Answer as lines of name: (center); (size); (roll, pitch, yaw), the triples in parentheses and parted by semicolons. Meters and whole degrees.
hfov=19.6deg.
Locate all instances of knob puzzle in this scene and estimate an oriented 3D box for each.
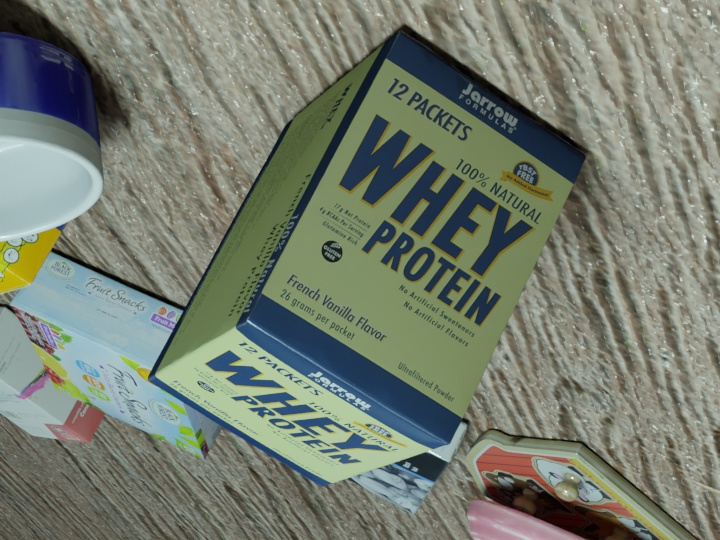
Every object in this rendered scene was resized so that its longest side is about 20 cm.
knob puzzle: (0.164, 0.196, 1.720); (0.219, 0.031, 0.220); (25, 160, 10)

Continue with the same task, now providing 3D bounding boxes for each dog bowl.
dog bowl: (-0.277, -0.087, 1.422); (0.199, 0.079, 0.200); (-7, 161, -2)

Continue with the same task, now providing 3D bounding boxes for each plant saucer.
plant saucer: (0.177, 0.253, 1.752); (0.200, 0.051, 0.201); (24, 173, 3)

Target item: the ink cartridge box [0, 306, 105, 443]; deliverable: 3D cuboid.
ink cartridge box: (-0.357, 0.092, 2.095); (0.116, 0.068, 0.200); (2, 148, 50)

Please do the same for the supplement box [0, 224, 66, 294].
supplement box: (-0.321, -0.082, 1.579); (0.200, 0.109, 0.109); (36, 158, -21)

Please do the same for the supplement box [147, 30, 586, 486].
supplement box: (0.000, 0.000, 1.227); (0.134, 0.201, 0.200); (32, 158, -12)

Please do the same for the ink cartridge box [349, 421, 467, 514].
ink cartridge box: (-0.018, 0.126, 1.775); (0.199, 0.044, 0.198); (29, 160, 3)

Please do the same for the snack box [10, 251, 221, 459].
snack box: (-0.209, 0.077, 1.868); (0.168, 0.068, 0.200); (24, 160, 13)
